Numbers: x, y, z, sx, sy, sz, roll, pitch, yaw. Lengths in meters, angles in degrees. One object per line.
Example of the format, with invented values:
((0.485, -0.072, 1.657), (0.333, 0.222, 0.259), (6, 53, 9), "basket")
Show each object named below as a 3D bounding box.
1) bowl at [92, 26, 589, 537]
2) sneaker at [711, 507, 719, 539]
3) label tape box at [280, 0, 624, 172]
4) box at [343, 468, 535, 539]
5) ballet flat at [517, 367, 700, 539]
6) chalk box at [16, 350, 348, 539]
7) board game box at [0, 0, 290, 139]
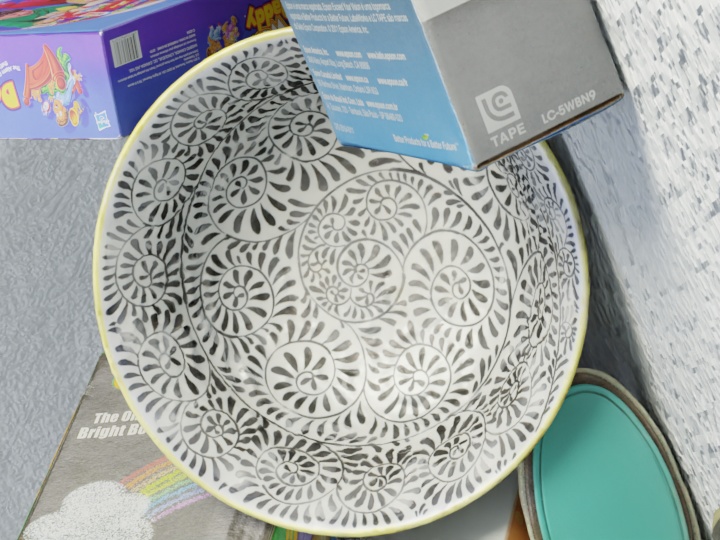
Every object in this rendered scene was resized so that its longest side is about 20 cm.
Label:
((0.000, 0.000, 0.919), (0.202, 0.200, 0.094), (66, -165, -1), "bowl")
((0.129, 0.160, 0.750), (0.077, 0.088, 0.201), (-120, 9, -50), "sneaker")
((0.002, -0.140, 0.756), (0.201, 0.063, 0.144), (67, 165, -14), "label tape box")
((0.052, 0.171, 0.931), (0.125, 0.097, 0.200), (54, -149, -22), "box")
((0.114, 0.132, 0.917), (0.062, 0.067, 0.201), (-104, -8, -85), "ballet flat")
((-0.058, 0.110, 1.011), (0.200, 0.124, 0.124), (-70, -32, -49), "chalk box")
((-0.095, -0.106, 0.994), (0.134, 0.200, 0.045), (3, 110, 36), "board game box")
